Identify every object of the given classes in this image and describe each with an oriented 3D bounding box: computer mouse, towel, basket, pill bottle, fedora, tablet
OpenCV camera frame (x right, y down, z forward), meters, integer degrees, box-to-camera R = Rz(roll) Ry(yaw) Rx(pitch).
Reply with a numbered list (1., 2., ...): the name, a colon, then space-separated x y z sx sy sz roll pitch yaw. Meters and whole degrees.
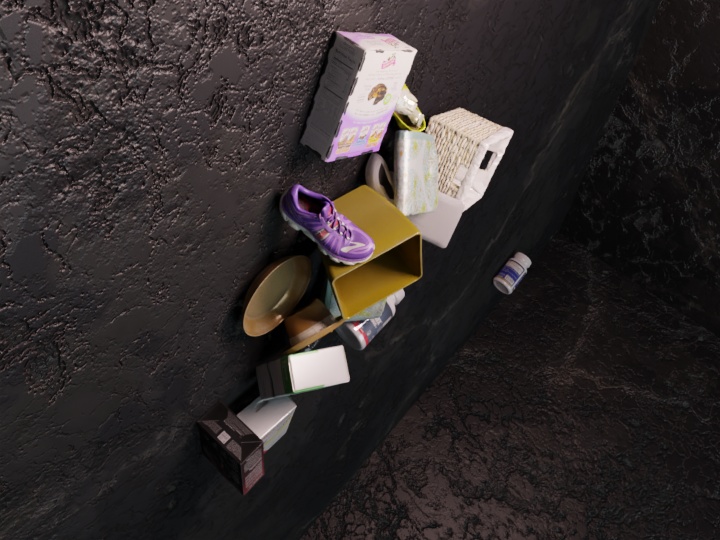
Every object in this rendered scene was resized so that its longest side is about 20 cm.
1. computer mouse: -0.173 0.214 1.560 0.200 0.058 0.034 -45 117 -12
2. towel: 0.121 -0.207 1.331 0.199 0.047 0.175 -16 105 -64
3. basket: 0.240 -0.272 1.505 0.199 0.160 0.201 -32 151 -52
4. pill bottle: 0.771 0.012 3.140 0.200 0.115 0.116 -48 158 -14
5. fedora: -0.119 0.118 1.408 0.198 0.083 0.201 -29 180 0
6. tablet: 0.134 -0.142 1.462 0.014 0.197 0.132 -65 178 -56
7. pill bottle: 0.026 0.108 1.704 0.200 0.119 0.120 -45 158 -23
8. computer mouse: 0.047 -0.157 1.342 0.043 0.110 0.203 -27 117 -12
9. towel: -0.011 0.052 1.505 0.168 0.049 0.202 -2 135 -18

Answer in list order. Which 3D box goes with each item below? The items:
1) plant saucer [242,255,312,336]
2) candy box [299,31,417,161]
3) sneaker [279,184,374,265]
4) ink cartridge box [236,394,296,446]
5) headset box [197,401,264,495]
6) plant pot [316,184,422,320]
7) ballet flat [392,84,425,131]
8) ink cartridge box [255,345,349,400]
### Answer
1. plant saucer: -0.180 0.045 1.285 0.200 0.035 0.201 -45 158 -23
2. candy box: -0.003 -0.305 1.083 0.167 0.071 0.202 -24 145 -52
3. sneaker: -0.057 -0.083 1.125 0.083 0.198 0.082 -36 -155 60
4. ink cartridge box: -0.249 0.393 1.560 0.145 0.083 0.201 -39 164 -33
5. headset box: -0.300 0.422 1.449 0.075 0.148 0.202 -39 154 -33
6. plant pot: 0.000 -0.051 1.285 0.197 0.178 0.201 -28 155 -8
7. ballet flat: 0.089 -0.330 1.245 0.067 0.067 0.200 -57 159 3
8. ink cartridge box: -0.138 0.237 1.424 0.144 0.086 0.199 -6 169 -33
